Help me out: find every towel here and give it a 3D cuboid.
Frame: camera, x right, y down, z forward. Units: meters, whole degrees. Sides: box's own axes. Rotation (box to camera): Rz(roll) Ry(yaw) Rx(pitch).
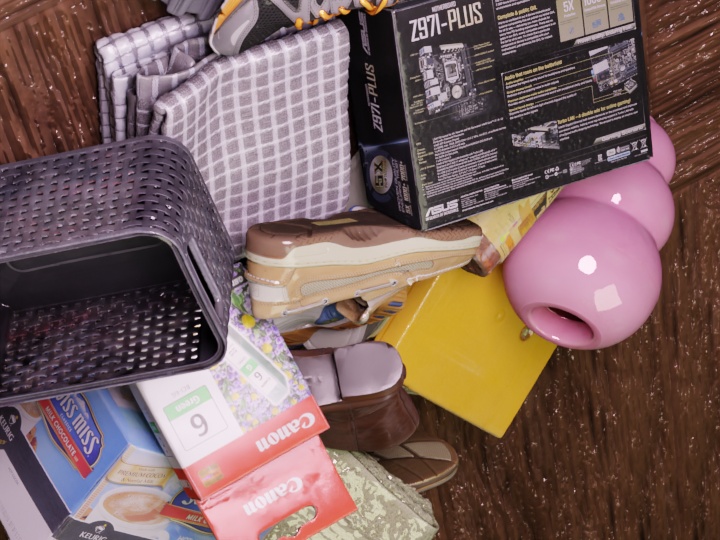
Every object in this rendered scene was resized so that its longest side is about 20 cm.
[{"bbox_3d":[-0.089,-0.091,1.649,0.165,0.086,0.200,-21,140,-21],"label":"towel"},{"bbox_3d":[-0.048,0.196,1.943,0.200,0.036,0.148,41,97,-18],"label":"towel"}]

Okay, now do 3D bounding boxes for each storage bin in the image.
[{"bbox_3d":[-0.194,0.002,1.582,0.199,0.094,0.135,-10,135,13],"label":"storage bin"}]

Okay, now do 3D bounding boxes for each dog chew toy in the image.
[{"bbox_3d":[0.189,-0.039,1.869,0.200,0.124,0.125,-67,152,-26],"label":"dog chew toy"}]

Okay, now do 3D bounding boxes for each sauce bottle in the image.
[{"bbox_3d":[0.134,-0.086,1.816,0.200,0.066,0.066,-49,144,-11],"label":"sauce bottle"}]

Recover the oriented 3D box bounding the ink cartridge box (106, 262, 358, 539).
[{"bbox_3d":[-0.087,0.107,1.688,0.109,0.200,0.050,-29,-177,-14],"label":"ink cartridge box"}]

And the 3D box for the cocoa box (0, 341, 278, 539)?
[{"bbox_3d":[-0.170,0.151,1.798,0.131,0.133,0.200,-49,141,16],"label":"cocoa box"}]

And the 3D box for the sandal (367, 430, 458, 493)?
[{"bbox_3d":[-0.012,0.194,2.011,0.200,0.080,0.054,-25,131,-6],"label":"sandal"}]

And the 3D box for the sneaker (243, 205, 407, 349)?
[{"bbox_3d":[-0.062,0.011,1.788,0.199,0.088,0.075,-17,166,16],"label":"sneaker"}]

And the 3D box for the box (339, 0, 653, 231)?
[{"bbox_3d":[0.098,-0.138,1.698,0.200,0.086,0.164,-19,114,-23],"label":"box"}]

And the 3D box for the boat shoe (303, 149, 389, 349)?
[{"bbox_3d":[0.013,-0.027,1.814,0.060,0.072,0.202,-21,138,-62],"label":"boat shoe"}]

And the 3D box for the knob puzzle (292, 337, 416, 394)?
[{"bbox_3d":[0.052,0.024,1.926,0.219,0.030,0.220,-21,139,-19],"label":"knob puzzle"}]

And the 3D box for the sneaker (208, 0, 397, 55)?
[{"bbox_3d":[-0.011,-0.194,1.544,0.200,0.078,0.077,-34,100,9],"label":"sneaker"}]

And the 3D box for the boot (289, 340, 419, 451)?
[{"bbox_3d":[-0.049,0.104,1.828,0.186,0.064,0.200,-1,166,2],"label":"boot"}]

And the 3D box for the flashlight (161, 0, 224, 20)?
[{"bbox_3d":[-0.068,-0.251,1.518,0.200,0.068,0.068,-59,173,29],"label":"flashlight"}]

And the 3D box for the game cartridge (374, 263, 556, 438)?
[{"bbox_3d":[0.102,0.031,1.926,0.200,0.032,0.177,32,89,-51],"label":"game cartridge"}]

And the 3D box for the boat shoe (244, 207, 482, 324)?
[{"bbox_3d":[0.000,0.000,1.692,0.200,0.072,0.076,-5,106,-35],"label":"boat shoe"}]
